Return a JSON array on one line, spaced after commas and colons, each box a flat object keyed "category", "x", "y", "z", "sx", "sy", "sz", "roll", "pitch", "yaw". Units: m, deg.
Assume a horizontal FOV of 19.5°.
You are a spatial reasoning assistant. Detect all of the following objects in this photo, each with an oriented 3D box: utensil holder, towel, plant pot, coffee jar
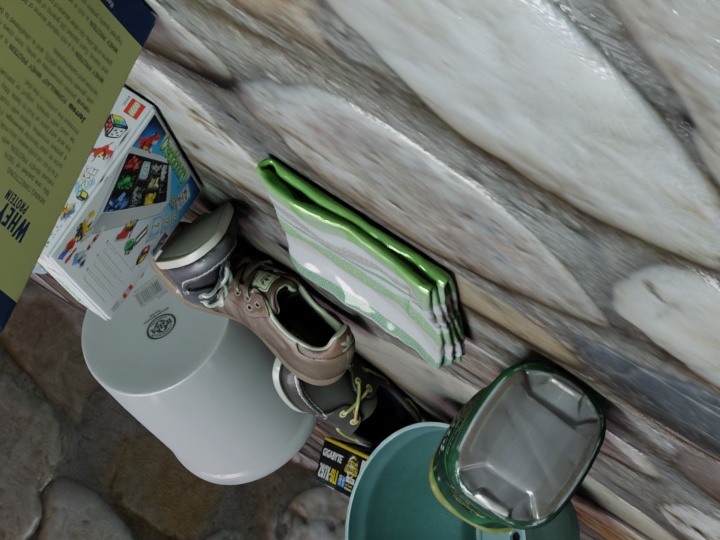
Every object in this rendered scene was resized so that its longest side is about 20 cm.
[{"category": "utensil holder", "x": -0.150, "y": 0.090, "z": 1.995, "sx": 0.170, "sy": 0.170, "sz": 0.200, "roll": 29, "pitch": 168, "yaw": 34}, {"category": "towel", "x": 0.000, "y": 0.000, "z": 1.385, "sx": 0.149, "sy": 0.031, "sz": 0.200, "roll": 32, "pitch": 171, "yaw": 13}, {"category": "plant pot", "x": 0.103, "y": 0.230, "z": 1.800, "sx": 0.200, "sy": 0.201, "sz": 0.134, "roll": 28, "pitch": -164, "yaw": 40}, {"category": "coffee jar", "x": 0.101, "y": 0.123, "z": 1.421, "sx": 0.085, "sy": 0.104, "sz": 0.200, "roll": 33, "pitch": 171, "yaw": 2}]

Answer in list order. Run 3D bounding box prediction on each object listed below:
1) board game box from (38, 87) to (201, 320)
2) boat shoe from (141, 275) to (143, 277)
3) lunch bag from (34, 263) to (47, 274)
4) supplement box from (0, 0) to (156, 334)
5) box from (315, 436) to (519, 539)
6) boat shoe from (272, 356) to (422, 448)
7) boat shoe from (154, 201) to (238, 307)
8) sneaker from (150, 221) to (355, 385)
[{"category": "board game box", "x": -0.176, "y": -0.043, "z": 1.497, "sx": 0.035, "sy": 0.126, "sz": 0.200, "roll": 32, "pitch": 171, "yaw": 12}, {"category": "boat shoe", "x": -0.248, "y": -0.059, "z": 1.665, "sx": 0.200, "sy": 0.063, "sz": 0.073, "roll": 31, "pitch": -153, "yaw": 23}, {"category": "lunch bag", "x": -0.388, "y": -0.094, "z": 2.055, "sx": 0.169, "sy": 0.127, "sz": 0.200, "roll": 38, "pitch": 162, "yaw": -35}, {"category": "supplement box", "x": -0.241, "y": -0.106, "z": 1.078, "sx": 0.134, "sy": 0.200, "sz": 0.200, "roll": 15, "pitch": 163, "yaw": 30}, {"category": "box", "x": 0.075, "y": 0.212, "z": 1.985, "sx": 0.199, "sy": 0.050, "sz": 0.160, "roll": 16, "pitch": 177, "yaw": -20}, {"category": "boat shoe", "x": -0.006, "y": 0.117, "z": 1.931, "sx": 0.060, "sy": 0.072, "sz": 0.201, "roll": 23, "pitch": 173, "yaw": 38}, {"category": "boat shoe", "x": -0.114, "y": -0.006, "z": 1.606, "sx": 0.063, "sy": 0.073, "sz": 0.200, "roll": 52, "pitch": 172, "yaw": -7}, {"category": "sneaker", "x": -0.085, "y": 0.012, "z": 1.724, "sx": 0.200, "sy": 0.071, "sz": 0.076, "roll": 34, "pitch": 149, "yaw": 5}]
